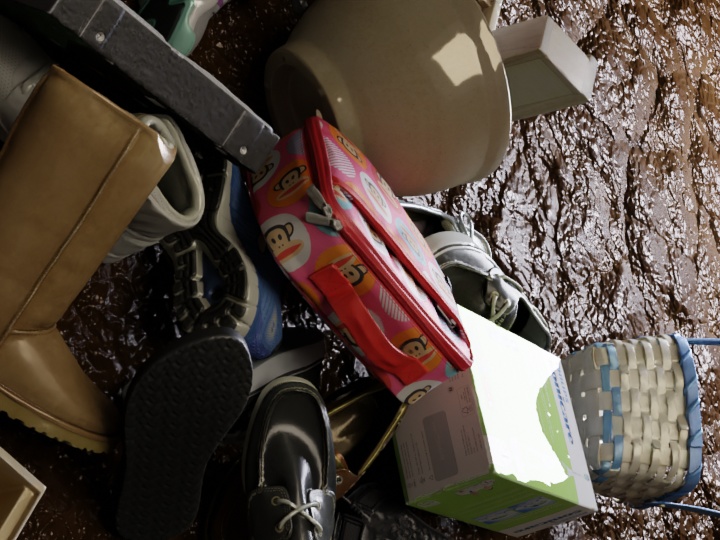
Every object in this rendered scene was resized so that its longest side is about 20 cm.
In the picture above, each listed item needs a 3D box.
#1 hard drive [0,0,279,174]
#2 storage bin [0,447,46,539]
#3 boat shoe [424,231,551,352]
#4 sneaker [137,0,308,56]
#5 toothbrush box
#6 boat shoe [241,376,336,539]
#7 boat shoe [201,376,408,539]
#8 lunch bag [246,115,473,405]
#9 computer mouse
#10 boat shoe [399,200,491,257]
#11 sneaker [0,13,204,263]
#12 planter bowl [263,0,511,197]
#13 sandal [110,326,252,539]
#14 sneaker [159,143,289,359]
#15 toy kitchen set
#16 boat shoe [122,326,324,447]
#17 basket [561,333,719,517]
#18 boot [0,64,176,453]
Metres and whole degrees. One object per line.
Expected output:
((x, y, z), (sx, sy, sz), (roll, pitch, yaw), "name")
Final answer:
((-0.161, -0.144, 1.012), (0.200, 0.140, 0.038), (36, 83, -41), "hard drive")
((-0.308, 0.139, 0.794), (0.200, 0.094, 0.199), (50, 45, -27), "storage bin")
((0.107, 0.026, 1.282), (0.064, 0.071, 0.200), (45, 10, 38), "boat shoe")
((-0.096, -0.227, 1.171), (0.140, 0.078, 0.200), (30, 57, -39), "sneaker")
((0.107, 0.130, 1.239), (0.200, 0.086, 0.146), (25, 47, -53), "toothbrush box")
((-0.043, 0.175, 1.029), (0.072, 0.068, 0.200), (3, 90, -20), "boat shoe")
((-0.039, 0.142, 1.102), (0.072, 0.068, 0.200), (48, 54, -6), "boat shoe")
((0.000, 0.000, 1.085), (0.200, 0.082, 0.176), (50, 15, -31), "lunch bag")
((0.022, 0.194, 1.201), (0.200, 0.046, 0.141), (39, 54, -20), "computer mouse")
((0.053, -0.023, 1.287), (0.202, 0.065, 0.075), (18, 66, -46), "boat shoe")
((-0.182, -0.104, 1.003), (0.200, 0.115, 0.074), (55, 45, -19), "sneaker")
((0.007, -0.143, 1.195), (0.135, 0.200, 0.201), (-24, 97, -25), "planter bowl")
((-0.126, 0.100, 0.969), (0.075, 0.201, 0.048), (5, 43, -23), "sandal")
((-0.101, -0.016, 1.084), (0.089, 0.078, 0.200), (46, 24, -51), "sneaker")
((0.155, -0.215, 1.377), (0.163, 0.180, 0.200), (37, 56, -37), "toy kitchen set")
((-0.095, 0.093, 1.076), (0.199, 0.073, 0.068), (-21, 114, -59), "boat shoe")
((0.289, 0.142, 1.433), (0.200, 0.139, 0.177), (8, 70, -16), "basket")
((-0.175, 0.000, 0.938), (0.175, 0.066, 0.200), (34, 88, -37), "boot")
